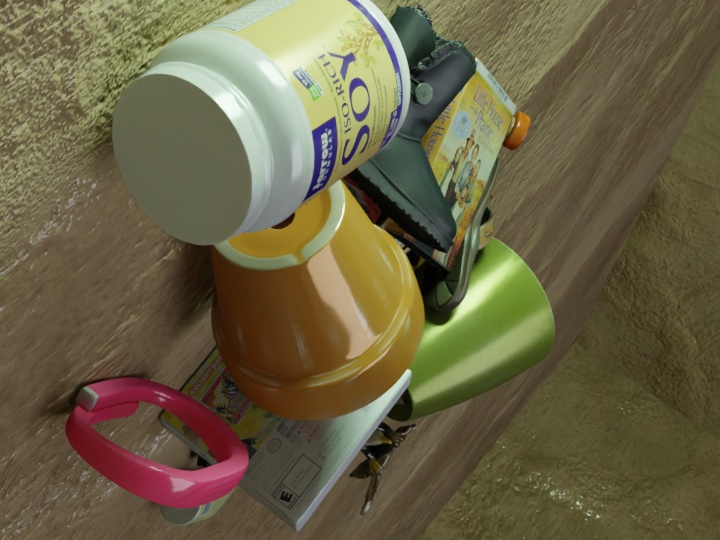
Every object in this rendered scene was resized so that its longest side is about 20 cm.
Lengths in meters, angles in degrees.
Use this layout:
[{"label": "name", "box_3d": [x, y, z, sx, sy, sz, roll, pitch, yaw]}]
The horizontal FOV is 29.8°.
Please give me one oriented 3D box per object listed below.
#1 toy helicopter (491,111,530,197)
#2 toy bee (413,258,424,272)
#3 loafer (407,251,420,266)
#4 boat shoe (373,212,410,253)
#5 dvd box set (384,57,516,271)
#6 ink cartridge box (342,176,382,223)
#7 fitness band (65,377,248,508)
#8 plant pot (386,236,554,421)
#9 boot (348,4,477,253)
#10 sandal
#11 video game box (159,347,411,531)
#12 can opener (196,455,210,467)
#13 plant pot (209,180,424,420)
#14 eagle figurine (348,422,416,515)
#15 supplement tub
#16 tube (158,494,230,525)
[{"label": "toy helicopter", "box_3d": [0.129, -0.119, 1.689, 0.200, 0.078, 0.133, -51, -162, 51]}, {"label": "toy bee", "box_3d": [0.092, 0.016, 1.758, 0.201, 0.107, 0.132, -84, 152, -49]}, {"label": "loafer", "box_3d": [0.043, -0.034, 1.627, 0.200, 0.072, 0.073, -42, 161, -40]}, {"label": "boat shoe", "box_3d": [0.000, 0.000, 1.500, 0.200, 0.063, 0.073, -45, -159, 13]}, {"label": "dvd box set", "box_3d": [0.099, -0.112, 1.445, 0.202, 0.029, 0.146, -67, 153, -6]}, {"label": "ink cartridge box", "box_3d": [0.011, -0.104, 1.424, 0.201, 0.050, 0.109, -55, 165, -9]}, {"label": "fitness band", "box_3d": [-0.175, 0.149, 1.191, 0.038, 0.143, 0.200, -59, 165, 11]}, {"label": "plant pot", "box_3d": [0.095, 0.084, 1.585, 0.199, 0.187, 0.188, -36, 157, -31]}, {"label": "boot", "box_3d": [0.064, -0.137, 1.316, 0.169, 0.200, 0.076, -51, -154, -8]}, {"label": "sandal", "box_3d": [0.124, -0.040, 1.541, 0.081, 0.054, 0.202, -17, -128, 46]}, {"label": "video game box", "box_3d": [-0.076, 0.135, 1.397, 0.200, 0.181, 0.047, -50, 168, -19]}, {"label": "can opener", "box_3d": [-0.141, 0.222, 1.595, 0.079, 0.063, 0.200, -54, 164, -9]}, {"label": "plant pot", "box_3d": [-0.054, 0.003, 1.221, 0.201, 0.199, 0.184, -50, 148, -21]}, {"label": "eagle figurine", "box_3d": [-0.023, 0.182, 1.627, 0.150, 0.199, 0.153, -26, -133, 34]}, {"label": "supplement tub", "box_3d": [-0.069, -0.116, 0.976, 0.200, 0.145, 0.146, -40, 158, -47]}, {"label": "tube", "box_3d": [-0.187, 0.269, 1.596, 0.200, 0.057, 0.053, 33, 49, -78]}]
